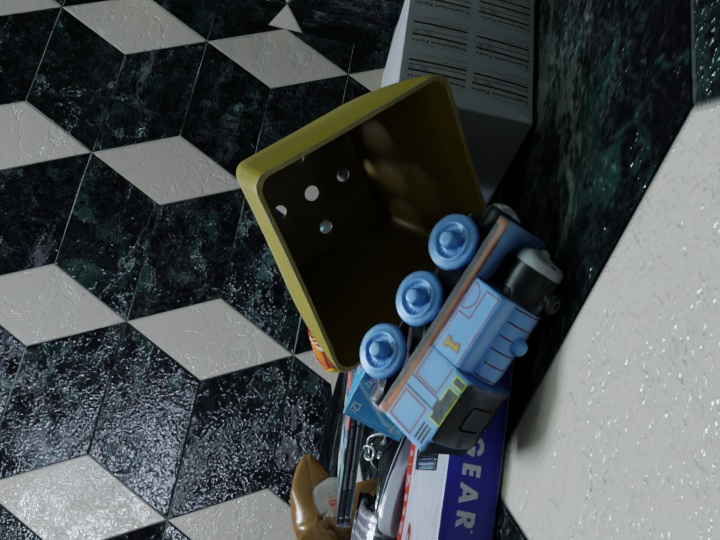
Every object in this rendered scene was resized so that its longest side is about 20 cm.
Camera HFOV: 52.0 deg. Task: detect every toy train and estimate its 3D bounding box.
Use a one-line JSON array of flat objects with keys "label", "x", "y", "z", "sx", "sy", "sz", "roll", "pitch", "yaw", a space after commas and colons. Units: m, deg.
[{"label": "toy train", "x": 0.084, "y": 0.047, "z": 0.596, "sx": 0.114, "sy": 0.086, "sz": 0.202, "roll": 40, "pitch": 102, "yaw": 38}]

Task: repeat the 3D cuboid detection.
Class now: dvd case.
[{"label": "dvd case", "x": -0.012, "y": 0.210, "z": 0.980, "sx": 0.146, "sy": 0.022, "sz": 0.203, "roll": -93, "pitch": 11, "yaw": -73}]

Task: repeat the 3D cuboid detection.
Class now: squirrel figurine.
[{"label": "squirrel figurine", "x": -0.039, "y": 0.408, "z": 1.074, "sx": 0.201, "sy": 0.139, "sz": 0.189, "roll": -68, "pitch": -19, "yaw": -49}]

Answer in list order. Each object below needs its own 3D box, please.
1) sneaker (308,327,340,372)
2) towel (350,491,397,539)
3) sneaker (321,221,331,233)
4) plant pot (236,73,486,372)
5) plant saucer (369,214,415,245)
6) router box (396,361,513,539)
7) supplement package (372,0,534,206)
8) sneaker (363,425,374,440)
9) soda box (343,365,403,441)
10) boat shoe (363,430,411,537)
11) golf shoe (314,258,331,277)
[{"label": "sneaker", "x": -0.034, "y": 0.052, "z": 1.012, "sx": 0.202, "sy": 0.072, "sz": 0.078, "roll": -75, "pitch": -20, "yaw": -46}, {"label": "towel", "x": 0.015, "y": 0.365, "z": 0.898, "sx": 0.200, "sy": 0.084, "sz": 0.168, "roll": 124, "pitch": 158, "yaw": -79}, {"label": "sneaker", "x": 0.034, "y": -0.072, "z": 1.036, "sx": 0.076, "sy": 0.197, "sz": 0.080, "roll": 92, "pitch": 163, "yaw": -52}, {"label": "plant pot", "x": -0.012, "y": -0.062, "z": 0.723, "sx": 0.176, "sy": 0.198, "sz": 0.202, "roll": 30, "pitch": 147, "yaw": 57}, {"label": "plant saucer", "x": 0.061, "y": -0.022, "z": 0.842, "sx": 0.019, "sy": 0.070, "sz": 0.200, "roll": -48, "pitch": 49, "yaw": 2}, {"label": "router box", "x": 0.086, "y": 0.176, "z": 0.703, "sx": 0.180, "sy": 0.048, "sz": 0.203, "roll": 116, "pitch": 165, "yaw": -73}, {"label": "supplement package", "x": 0.099, "y": -0.198, "z": 0.845, "sx": 0.192, "sy": 0.145, "sz": 0.203, "roll": 110, "pitch": 170, "yaw": -60}, {"label": "sneaker", "x": 0.025, "y": 0.191, "z": 0.982, "sx": 0.072, "sy": 0.072, "sz": 0.201, "roll": -58, "pitch": -23, "yaw": -29}, {"label": "soda box", "x": 0.036, "y": 0.093, "z": 0.781, "sx": 0.069, "sy": 0.063, "sz": 0.200, "roll": -63, "pitch": 0, "yaw": 18}, {"label": "boat shoe", "x": 0.039, "y": 0.204, "z": 0.844, "sx": 0.074, "sy": 0.067, "sz": 0.201, "roll": 69, "pitch": -150, "yaw": -45}, {"label": "golf shoe", "x": 0.000, "y": 0.000, "z": 0.894, "sx": 0.201, "sy": 0.087, "sz": 0.078, "roll": -63, "pitch": -10, "yaw": -59}]
